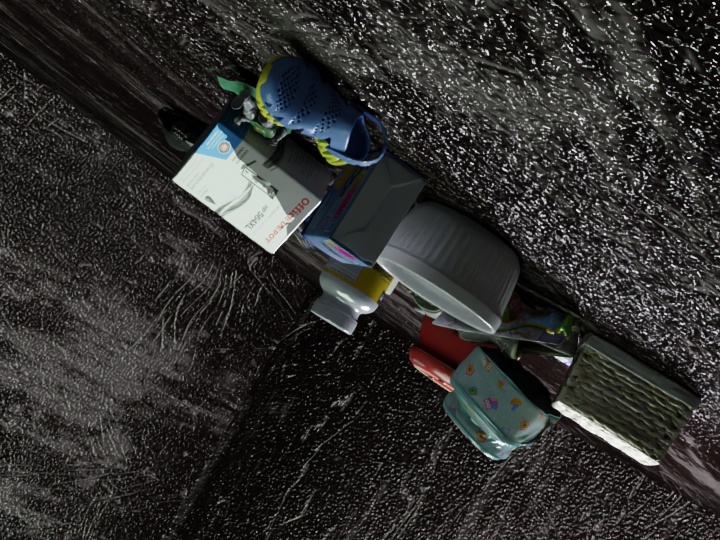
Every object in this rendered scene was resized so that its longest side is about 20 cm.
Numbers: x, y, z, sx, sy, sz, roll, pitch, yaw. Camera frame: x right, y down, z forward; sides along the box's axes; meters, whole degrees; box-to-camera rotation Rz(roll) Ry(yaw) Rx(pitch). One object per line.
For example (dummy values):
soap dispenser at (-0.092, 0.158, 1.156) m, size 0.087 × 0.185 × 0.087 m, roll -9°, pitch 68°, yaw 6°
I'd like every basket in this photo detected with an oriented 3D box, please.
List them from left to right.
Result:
basket at (0.409, 0.206, 1.595) m, size 0.198 × 0.124 × 0.136 m, roll 32°, pitch 174°, yaw 10°

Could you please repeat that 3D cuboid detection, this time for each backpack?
backpack at (0.225, 0.215, 1.665) m, size 0.176 × 0.153 × 0.200 m, roll 49°, pitch -178°, yaw 20°

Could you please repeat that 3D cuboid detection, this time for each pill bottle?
pill bottle at (0.000, 0.000, 1.690) m, size 0.111 × 0.202 × 0.112 m, roll 30°, pitch 175°, yaw 3°

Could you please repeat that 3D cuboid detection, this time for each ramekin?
ramekin at (0.129, -0.009, 1.409) m, size 0.199 × 0.106 × 0.200 m, roll 33°, pitch 174°, yaw 4°

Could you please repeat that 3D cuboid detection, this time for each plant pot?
plant pot at (0.196, 0.132, 1.869) m, size 0.199 × 0.184 × 0.200 m, roll 34°, pitch 174°, yaw 4°

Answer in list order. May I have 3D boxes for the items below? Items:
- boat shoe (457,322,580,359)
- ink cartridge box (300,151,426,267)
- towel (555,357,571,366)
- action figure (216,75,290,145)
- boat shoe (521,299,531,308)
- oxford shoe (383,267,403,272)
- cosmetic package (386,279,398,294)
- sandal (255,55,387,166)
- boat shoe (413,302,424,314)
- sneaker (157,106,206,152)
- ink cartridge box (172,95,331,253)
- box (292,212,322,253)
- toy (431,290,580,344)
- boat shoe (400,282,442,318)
boat shoe at (0.243, 0.105, 1.582) m, size 0.198 × 0.067 × 0.072 m, roll 0°, pitch 153°, yaw 22°
ink cartridge box at (-0.005, -0.082, 1.357) m, size 0.076 × 0.137 × 0.200 m, roll 35°, pitch 174°, yaw -13°
towel at (0.445, 0.200, 1.868) m, size 0.199 × 0.023 × 0.143 m, roll 35°, pitch 175°, yaw -22°
action figure at (-0.137, -0.214, 1.416) m, size 0.117 × 0.055 × 0.200 m, roll 29°, pitch 178°, yaw 3°
boat shoe at (0.233, 0.068, 1.666) m, size 0.070 × 0.070 × 0.200 m, roll 27°, pitch 172°, yaw 42°
oxford shoe at (0.070, -0.013, 1.529) m, size 0.201 × 0.085 × 0.072 m, roll 51°, pitch 152°, yaw -20°
cosmetic package at (0.009, -0.031, 2.044) m, size 0.103 × 0.074 × 0.200 m, roll 29°, pitch 172°, yaw 28°
sandal at (-0.035, -0.172, 1.115) m, size 0.086 × 0.080 × 0.199 m, roll 23°, pitch 178°, yaw 40°
boat shoe at (0.204, 0.109, 2.160) m, size 0.198 × 0.072 × 0.072 m, roll 31°, pitch 174°, yaw 6°
sneaker at (-0.327, -0.258, 1.985) m, size 0.198 × 0.076 × 0.091 m, roll 27°, pitch 166°, yaw 25°
ink cartridge box at (-0.166, -0.145, 1.564) m, size 0.199 × 0.146 × 0.085 m, roll 36°, pitch -145°, yaw -16°
box at (-0.118, -0.124, 1.740) m, size 0.201 × 0.049 × 0.198 m, roll 57°, pitch 172°, yaw -7°
toy at (0.218, 0.059, 1.502) m, size 0.197 × 0.048 × 0.115 m, roll 12°, pitch -158°, yaw 24°
boat shoe at (0.105, 0.017, 1.806) m, size 0.064 × 0.071 × 0.200 m, roll 41°, pitch -177°, yaw -37°
